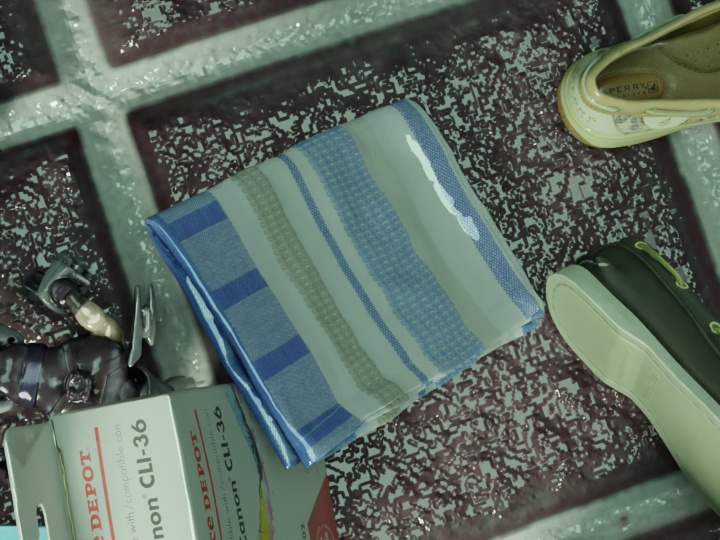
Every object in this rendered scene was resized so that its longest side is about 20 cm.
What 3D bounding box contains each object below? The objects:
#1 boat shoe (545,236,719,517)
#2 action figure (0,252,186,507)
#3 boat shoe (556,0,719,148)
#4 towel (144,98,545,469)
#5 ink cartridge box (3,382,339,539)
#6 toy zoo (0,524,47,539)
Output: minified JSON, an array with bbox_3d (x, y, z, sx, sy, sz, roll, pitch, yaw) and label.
[{"bbox_3d":[0.181,0.063,0.877,0.061,0.072,0.201,-31,68,-22],"label":"boat shoe"},{"bbox_3d":[-0.184,0.050,0.868,0.200,0.069,0.130,11,76,-16],"label":"action figure"},{"bbox_3d":[0.208,-0.115,0.923,0.200,0.063,0.073,-20,86,-8],"label":"boat shoe"},{"bbox_3d":[0.000,0.000,0.859,0.200,0.024,0.147,-28,86,-42],"label":"towel"},{"bbox_3d":[-0.081,0.115,0.800,0.067,0.200,0.117,-13,86,22],"label":"ink cartridge box"},{"bbox_3d":[-0.196,0.196,0.874,0.200,0.020,0.131,1,84,-5],"label":"toy zoo"}]
